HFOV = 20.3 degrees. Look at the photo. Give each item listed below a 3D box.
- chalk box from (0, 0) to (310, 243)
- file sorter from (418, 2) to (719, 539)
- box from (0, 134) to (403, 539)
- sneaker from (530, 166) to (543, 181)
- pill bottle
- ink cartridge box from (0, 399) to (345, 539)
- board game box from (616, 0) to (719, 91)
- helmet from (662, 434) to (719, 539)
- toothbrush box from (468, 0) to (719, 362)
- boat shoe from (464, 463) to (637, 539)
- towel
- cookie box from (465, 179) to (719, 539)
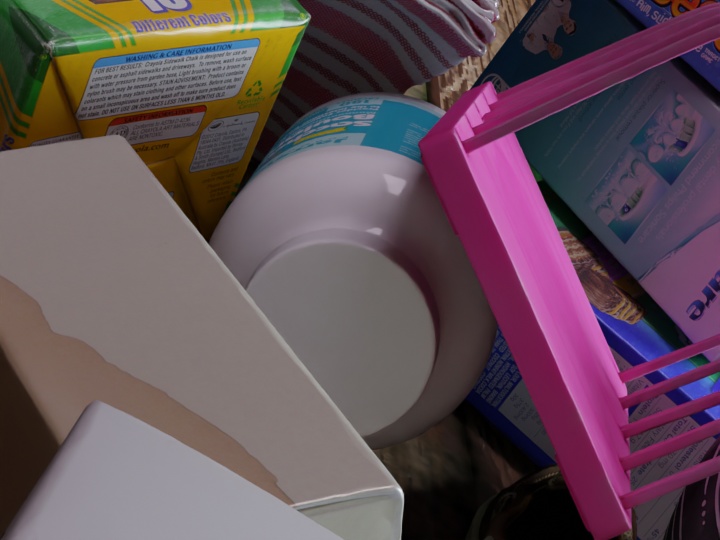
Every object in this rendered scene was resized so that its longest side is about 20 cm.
[{"bbox_3d":[-0.137,-0.104,0.763,0.124,0.124,0.200,-15,54,-42],"label":"chalk box"},{"bbox_3d":[0.113,-0.016,0.715,0.200,0.124,0.140,-53,119,-78],"label":"file sorter"},{"bbox_3d":[-0.069,0.049,0.573,0.077,0.096,0.200,-10,32,-25],"label":"box"},{"bbox_3d":[0.172,-0.011,1.083,0.200,0.086,0.078,40,24,14],"label":"sneaker"},{"bbox_3d":[0.000,0.000,0.762,0.110,0.111,0.200,33,14,-3],"label":"pill bottle"},{"bbox_3d":[-0.074,0.138,0.387,0.082,0.147,0.200,31,23,-4],"label":"ink cartridge box"},{"bbox_3d":[0.187,-0.110,0.956,0.135,0.035,0.200,45,19,20],"label":"board game box"},{"bbox_3d":[0.198,0.125,0.720,0.199,0.202,0.190,9,20,-45],"label":"helmet"},{"bbox_3d":[0.167,-0.039,0.938,0.146,0.086,0.200,16,27,-49],"label":"toothbrush box"},{"bbox_3d":[0.076,0.109,0.736,0.074,0.075,0.202,37,23,4],"label":"boat shoe"},{"bbox_3d":[-0.049,-0.100,0.863,0.145,0.200,0.030,24,62,-23],"label":"towel"},{"bbox_3d":[0.132,0.049,0.923,0.200,0.075,0.171,42,22,13],"label":"cookie box"}]
